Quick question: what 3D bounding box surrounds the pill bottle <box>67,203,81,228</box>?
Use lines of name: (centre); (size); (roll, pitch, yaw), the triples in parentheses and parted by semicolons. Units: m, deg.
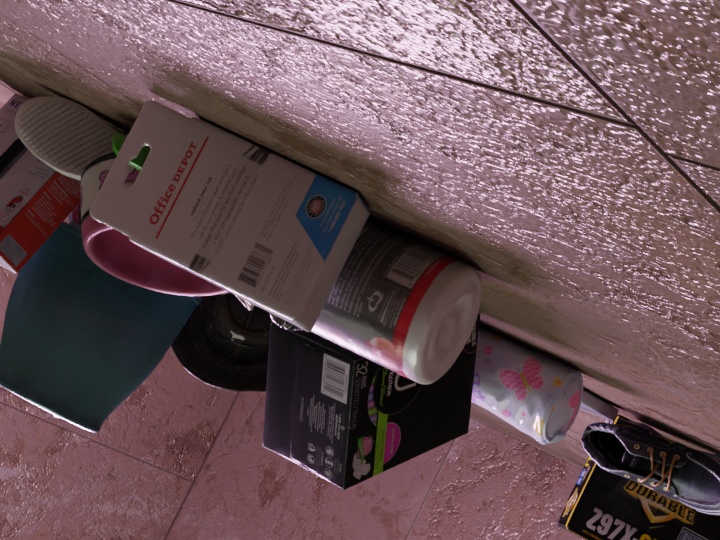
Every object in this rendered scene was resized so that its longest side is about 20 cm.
pill bottle: (-0.215, -0.055, 1.728); (0.199, 0.114, 0.114); (25, 174, 22)

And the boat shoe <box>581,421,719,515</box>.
boat shoe: (0.353, 0.233, 1.838); (0.091, 0.071, 0.200); (6, -168, -42)

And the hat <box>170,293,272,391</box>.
hat: (-0.127, 0.041, 1.807); (0.200, 0.201, 0.081); (26, 139, 5)

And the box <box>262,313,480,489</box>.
box: (0.013, 0.114, 1.634); (0.124, 0.149, 0.200); (22, -153, 37)

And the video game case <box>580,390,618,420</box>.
video game case: (0.203, 0.123, 1.914); (0.200, 0.018, 0.143); (29, 175, -22)

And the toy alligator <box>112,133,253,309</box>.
toy alligator: (-0.145, -0.057, 1.427); (0.200, 0.054, 0.059); (50, 167, -4)

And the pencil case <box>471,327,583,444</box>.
pencil case: (0.149, 0.119, 1.745); (0.200, 0.091, 0.083); (23, 173, 30)

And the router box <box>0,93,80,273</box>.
router box: (-0.378, -0.100, 1.716); (0.200, 0.180, 0.049); (20, 155, 48)

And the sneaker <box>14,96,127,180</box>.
sneaker: (-0.263, -0.114, 1.622); (0.199, 0.074, 0.082); (27, 170, 7)

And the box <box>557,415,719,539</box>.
box: (0.373, 0.299, 2.001); (0.200, 0.160, 0.049); (28, 175, -8)

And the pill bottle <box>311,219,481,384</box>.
pill bottle: (-0.004, 0.011, 1.358); (0.199, 0.111, 0.111); (25, 174, 24)

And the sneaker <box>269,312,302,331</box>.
sneaker: (0.000, 0.000, 1.549); (0.200, 0.116, 0.076); (4, 139, -21)

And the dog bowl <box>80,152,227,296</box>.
dog bowl: (-0.186, -0.040, 1.547); (0.199, 0.074, 0.200); (8, 156, 4)

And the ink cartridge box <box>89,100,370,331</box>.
ink cartridge box: (-0.107, -0.047, 1.290); (0.199, 0.116, 0.067); (26, 176, 14)

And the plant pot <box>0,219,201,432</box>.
plant pot: (-0.307, 0.067, 1.724); (0.200, 0.188, 0.200); (28, 173, 4)
